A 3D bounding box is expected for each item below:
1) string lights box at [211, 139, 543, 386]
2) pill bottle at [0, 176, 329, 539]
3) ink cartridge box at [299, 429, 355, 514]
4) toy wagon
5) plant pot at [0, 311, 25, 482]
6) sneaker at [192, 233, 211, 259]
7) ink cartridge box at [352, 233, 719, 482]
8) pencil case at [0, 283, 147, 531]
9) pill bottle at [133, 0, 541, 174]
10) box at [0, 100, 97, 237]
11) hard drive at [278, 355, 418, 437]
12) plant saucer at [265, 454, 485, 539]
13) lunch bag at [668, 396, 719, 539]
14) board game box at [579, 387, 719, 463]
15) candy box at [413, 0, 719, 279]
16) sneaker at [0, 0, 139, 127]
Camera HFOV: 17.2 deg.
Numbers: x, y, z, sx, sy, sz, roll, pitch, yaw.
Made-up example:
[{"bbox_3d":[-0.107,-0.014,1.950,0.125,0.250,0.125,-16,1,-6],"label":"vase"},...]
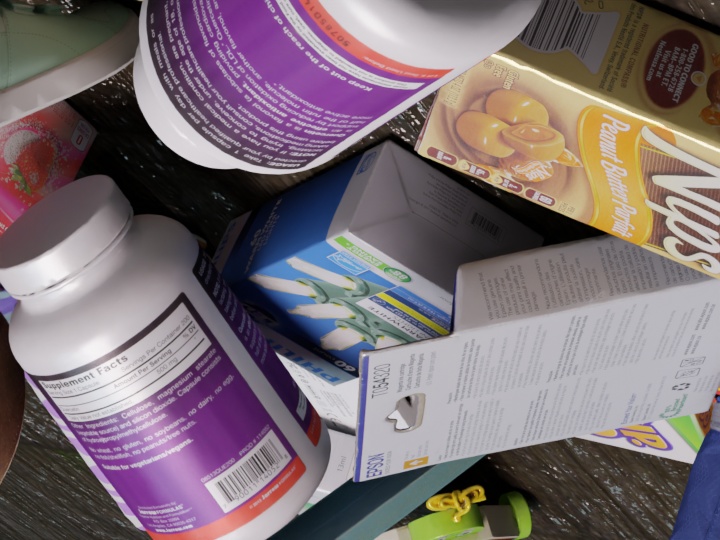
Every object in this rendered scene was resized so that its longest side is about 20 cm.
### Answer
[{"bbox_3d":[0.000,0.000,1.283,0.103,0.059,0.200,31,157,-18],"label":"string lights box"},{"bbox_3d":[-0.109,0.051,1.268,0.112,0.112,0.200,-4,127,49],"label":"pill bottle"},{"bbox_3d":[-0.070,0.125,1.603,0.200,0.050,0.161,14,168,3],"label":"ink cartridge box"},{"bbox_3d":[0.037,0.185,1.582,0.155,0.040,0.200,-13,167,-20],"label":"toy wagon"},{"bbox_3d":[-0.297,0.041,1.210,0.187,0.187,0.200,12,160,25],"label":"plant pot"},{"bbox_3d":[-0.142,-0.010,1.416,0.200,0.073,0.085,29,129,-2],"label":"sneaker"},{"bbox_3d":[0.091,0.040,1.184,0.200,0.043,0.196,-10,158,-6],"label":"ink cartridge box"},{"bbox_3d":[-0.142,0.058,1.366,0.085,0.084,0.200,-26,116,18],"label":"pencil case"},{"bbox_3d":[-0.018,-0.108,0.964,0.112,0.113,0.200,31,151,-19],"label":"pill bottle"},{"bbox_3d":[-0.250,-0.088,1.269,0.095,0.103,0.200,3,150,40],"label":"box"},{"bbox_3d":[-0.059,0.063,1.527,0.200,0.026,0.132,12,155,27],"label":"hard drive"},{"bbox_3d":[0.018,0.119,1.314,0.070,0.200,0.019,-11,109,53],"label":"plant saucer"},{"bbox_3d":[0.266,0.115,1.188,0.200,0.133,0.136,16,179,20],"label":"lunch bag"},{"bbox_3d":[0.123,0.067,1.365,0.200,0.030,0.096,9,154,25],"label":"board game box"},{"bbox_3d":[0.131,-0.057,1.031,0.200,0.055,0.115,23,158,2],"label":"candy box"},{"bbox_3d":[-0.180,-0.125,1.103,0.074,0.200,0.118,-20,98,34],"label":"sneaker"}]
